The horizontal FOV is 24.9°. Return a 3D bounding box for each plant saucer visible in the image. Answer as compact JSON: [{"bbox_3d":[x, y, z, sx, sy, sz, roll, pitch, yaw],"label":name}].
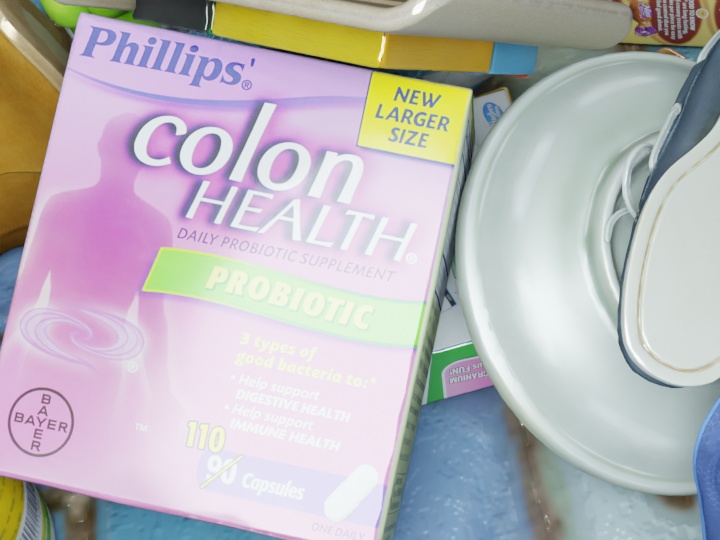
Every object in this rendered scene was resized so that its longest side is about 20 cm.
[{"bbox_3d":[0.141,-0.005,0.711,0.198,0.050,0.202,4,77,-19],"label":"plant saucer"}]

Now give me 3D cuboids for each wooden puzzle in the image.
[{"bbox_3d":[-0.007,-0.109,0.707,0.199,0.184,0.038,10,100,33],"label":"wooden puzzle"}]

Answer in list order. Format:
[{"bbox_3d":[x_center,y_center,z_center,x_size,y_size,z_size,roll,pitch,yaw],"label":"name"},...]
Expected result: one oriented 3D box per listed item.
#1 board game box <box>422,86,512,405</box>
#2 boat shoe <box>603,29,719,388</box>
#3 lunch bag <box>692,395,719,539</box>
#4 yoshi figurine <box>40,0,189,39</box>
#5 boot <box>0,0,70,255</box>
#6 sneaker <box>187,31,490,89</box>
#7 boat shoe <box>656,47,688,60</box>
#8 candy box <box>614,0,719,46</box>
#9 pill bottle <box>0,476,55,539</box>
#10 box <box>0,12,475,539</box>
[{"bbox_3d":[0.000,0.000,0.819,0.198,0.040,0.154,-15,52,3],"label":"board game box"},{"bbox_3d":[0.146,-0.037,0.659,0.074,0.062,0.201,25,67,-9],"label":"boat shoe"},{"bbox_3d":[0.230,0.071,0.645,0.132,0.136,0.200,29,69,31],"label":"lunch bag"},{"bbox_3d":[-0.118,-0.169,0.871,0.112,0.200,0.113,42,102,5],"label":"yoshi figurine"},{"bbox_3d":[-0.193,-0.053,0.807,0.143,0.201,0.071,-30,69,0],"label":"boot"},{"bbox_3d":[-0.013,-0.102,0.864,0.198,0.081,0.077,-14,74,-6],"label":"sneaker"},{"bbox_3d":[0.150,-0.067,0.787,0.199,0.072,0.072,-19,53,-24],"label":"boat shoe"},{"bbox_3d":[0.163,-0.183,0.905,0.198,0.057,0.117,5,53,19],"label":"candy box"},{"bbox_3d":[-0.217,0.086,0.708,0.110,0.201,0.112,-7,52,9],"label":"pill bottle"},{"bbox_3d":[-0.053,0.009,0.718,0.174,0.097,0.202,12,84,6],"label":"box"}]
